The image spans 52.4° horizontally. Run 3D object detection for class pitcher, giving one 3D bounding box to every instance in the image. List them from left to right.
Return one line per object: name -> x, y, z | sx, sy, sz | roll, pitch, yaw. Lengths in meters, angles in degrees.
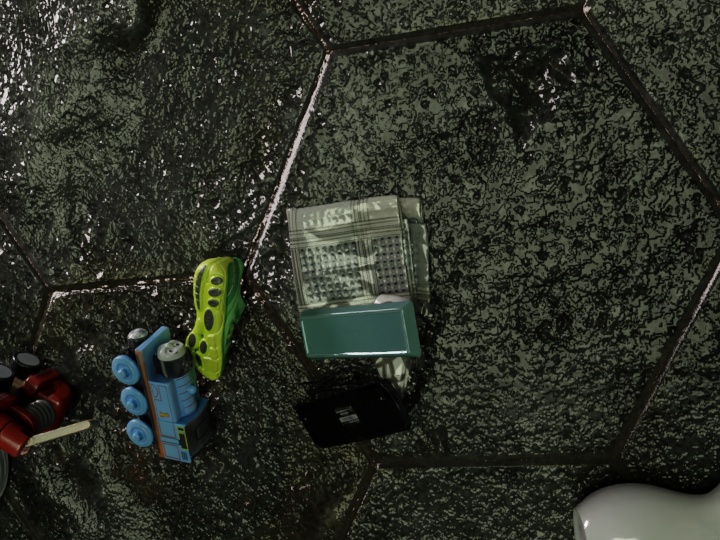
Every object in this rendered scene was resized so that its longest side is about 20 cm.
pitcher -> 0.379, 0.351, 0.930 | 0.196, 0.122, 0.174 | -8, 112, 3

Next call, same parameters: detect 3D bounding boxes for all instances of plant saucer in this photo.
plant saucer -> -0.007, 0.082, 0.955 | 0.198, 0.019, 0.071 | -8, 94, 42

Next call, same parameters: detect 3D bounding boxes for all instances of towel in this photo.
towel -> 0.000, 0.000, 1.004 | 0.196, 0.035, 0.196 | -5, 97, 14

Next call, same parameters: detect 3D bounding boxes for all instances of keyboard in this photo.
keyboard -> -0.013, 0.182, 1.005 | 0.199, 0.040, 0.105 | -24, 99, 43

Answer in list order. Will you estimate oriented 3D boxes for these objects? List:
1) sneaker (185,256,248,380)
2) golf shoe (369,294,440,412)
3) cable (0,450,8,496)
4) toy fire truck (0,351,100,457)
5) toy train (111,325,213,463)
sneaker -> -0.196, 0.071, 1.039 | 0.074, 0.083, 0.202 | 32, 123, 27
golf shoe -> 0.047, 0.118, 0.984 | 0.094, 0.077, 0.203 | 24, 122, 26
cable -> -0.670, 0.315, 1.191 | 0.197, 0.069, 0.204 | -7, 97, 13
toy fire truck -> -0.473, 0.210, 1.073 | 0.198, 0.176, 0.130 | 30, 103, 7
toy train -> -0.280, 0.177, 1.053 | 0.112, 0.087, 0.203 | 5, 116, 18
